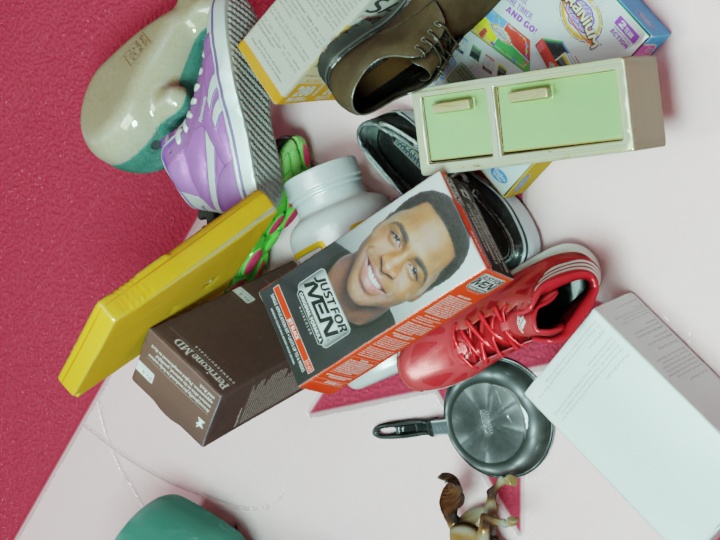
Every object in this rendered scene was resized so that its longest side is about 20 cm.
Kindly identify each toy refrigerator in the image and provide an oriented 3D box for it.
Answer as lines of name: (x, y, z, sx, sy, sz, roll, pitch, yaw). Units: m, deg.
toy refrigerator: (0.143, -0.126, 1.378, 0.199, 0.070, 0.076, -4, 95, 35)

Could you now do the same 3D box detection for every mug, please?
mug: (-0.173, 0.325, 1.707, 0.114, 0.185, 0.152, 26, 80, 27)

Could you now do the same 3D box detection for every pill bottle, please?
pill bottle: (0.000, 0.000, 1.534, 0.104, 0.104, 0.201, -25, 85, 35)

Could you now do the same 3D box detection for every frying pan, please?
frying pan: (0.091, 0.128, 1.548, 0.189, 0.031, 0.116, 15, 107, 28)

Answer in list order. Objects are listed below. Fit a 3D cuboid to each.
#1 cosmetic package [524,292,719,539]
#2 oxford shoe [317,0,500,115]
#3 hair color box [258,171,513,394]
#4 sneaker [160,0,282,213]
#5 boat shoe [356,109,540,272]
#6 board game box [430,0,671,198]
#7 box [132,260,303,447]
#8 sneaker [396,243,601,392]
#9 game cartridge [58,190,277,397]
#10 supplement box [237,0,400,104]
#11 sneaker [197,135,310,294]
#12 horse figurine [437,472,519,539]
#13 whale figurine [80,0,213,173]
cosmetic package: (0.251, 0.129, 1.405, 0.200, 0.081, 0.113, 47, 122, 16)
oxford shoe: (0.062, -0.196, 1.389, 0.200, 0.073, 0.085, -40, 42, 11)
hair color box: (0.020, 0.013, 1.427, 0.200, 0.061, 0.102, -34, 65, 19)
sneaker: (-0.142, -0.151, 1.532, 0.114, 0.073, 0.202, -1, 98, 29)
boat shoe: (0.075, -0.068, 1.489, 0.200, 0.068, 0.074, 50, 123, 15)
board game box: (0.146, -0.185, 1.433, 0.153, 0.040, 0.200, 52, 123, 15)
box: (-0.104, 0.073, 1.557, 0.100, 0.200, 0.075, 40, 132, 20)
sneaker: (0.114, 0.044, 1.415, 0.200, 0.116, 0.079, -35, 93, 8)
game cartridge: (-0.177, 0.023, 1.500, 0.032, 0.200, 0.176, 49, 145, 8)
supplement box: (0.003, -0.236, 1.467, 0.200, 0.126, 0.074, -45, 70, 33)
sneaker: (-0.115, -0.054, 1.619, 0.084, 0.077, 0.200, 41, 119, 16)
horse figurine: (0.132, 0.266, 1.526, 0.200, 0.050, 0.133, 52, 140, 5)
whale figurine: (-0.186, -0.185, 1.637, 0.200, 0.104, 0.159, -54, 35, 8)
